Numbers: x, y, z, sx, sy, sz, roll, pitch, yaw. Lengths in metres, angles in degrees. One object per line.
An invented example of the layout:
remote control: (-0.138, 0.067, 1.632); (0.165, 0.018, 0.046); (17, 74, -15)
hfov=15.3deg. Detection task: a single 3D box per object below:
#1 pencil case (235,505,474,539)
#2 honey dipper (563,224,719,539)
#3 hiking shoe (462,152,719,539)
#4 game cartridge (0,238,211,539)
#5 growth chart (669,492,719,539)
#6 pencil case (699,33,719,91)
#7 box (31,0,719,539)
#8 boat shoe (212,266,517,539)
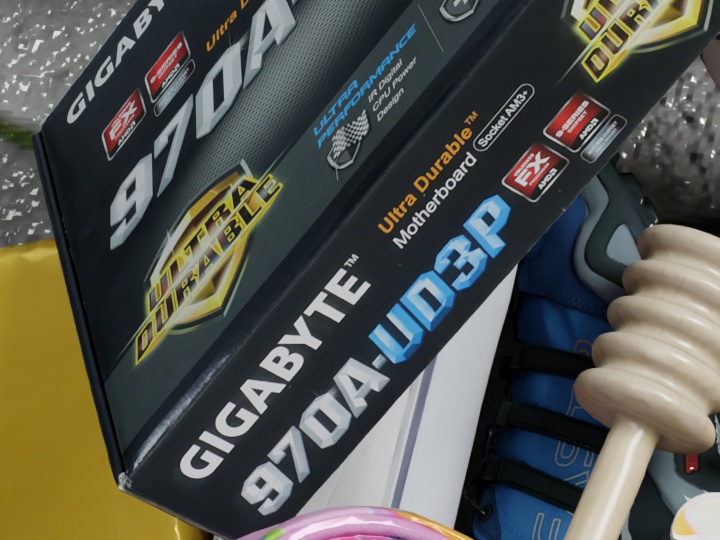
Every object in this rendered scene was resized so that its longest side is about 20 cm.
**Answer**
pencil case: (-0.026, 0.107, 0.610); (0.087, 0.200, 0.088); (5, 75, -20)
honey dipper: (0.045, 0.083, 0.634); (0.038, 0.038, 0.201); (16, 70, 29)
hiking shoe: (0.058, 0.041, 0.711); (0.086, 0.074, 0.201); (-24, 57, 8)
game cartridge: (-0.136, 0.090, 0.751); (0.199, 0.032, 0.177); (-10, 88, 16)
growth chart: (0.123, 0.133, 0.605); (0.144, 0.018, 0.201); (25, 53, -11)
pencil case: (0.137, -0.032, 0.663); (0.078, 0.089, 0.201); (-33, 88, 32)
box: (0.003, -0.055, 0.646); (0.200, 0.046, 0.159); (-49, 32, 20)
boat shoe: (0.000, 0.000, 0.718); (0.065, 0.072, 0.201); (13, 91, -16)
